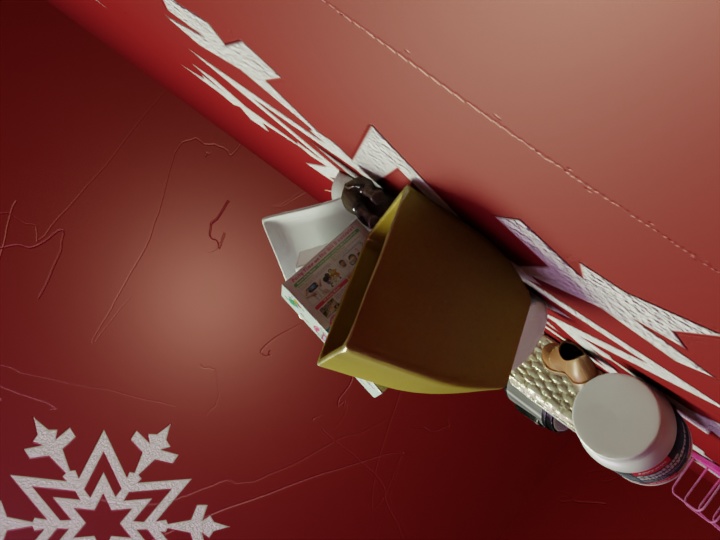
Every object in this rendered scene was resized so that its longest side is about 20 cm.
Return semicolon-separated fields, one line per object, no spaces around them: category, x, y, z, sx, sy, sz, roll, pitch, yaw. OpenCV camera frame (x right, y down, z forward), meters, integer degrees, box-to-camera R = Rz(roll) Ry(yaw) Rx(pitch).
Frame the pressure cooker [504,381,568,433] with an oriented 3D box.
pressure cooker;0.471;0.291;1.410;0.200;0.175;0.180;35;154;46

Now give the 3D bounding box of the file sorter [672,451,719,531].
file sorter;0.904;0.577;1.433;0.199;0.126;0.139;35;-179;-3

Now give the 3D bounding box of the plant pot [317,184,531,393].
plant pot;0.085;0.053;0.703;0.198;0.197;0.194;23;162;-7

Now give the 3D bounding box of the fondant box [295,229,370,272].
fondant box;-0.003;0.045;0.954;0.058;0.143;0.202;-87;-21;-63

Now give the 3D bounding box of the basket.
basket;0.431;0.239;1.249;0.199;0.136;0.123;36;177;29

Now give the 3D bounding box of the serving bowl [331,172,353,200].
serving bowl;0.022;-0.094;1.061;0.199;0.066;0.200;36;-178;-1

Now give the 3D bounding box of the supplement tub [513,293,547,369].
supplement tub;0.167;0.052;0.873;0.200;0.123;0.122;37;-178;40

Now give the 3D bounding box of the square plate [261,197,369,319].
square plate;-0.039;-0.026;0.965;0.029;0.196;0.202;-88;-18;-62

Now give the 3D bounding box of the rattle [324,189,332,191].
rattle;0.030;-0.116;1.232;0.201;0.142;0.130;55;156;2

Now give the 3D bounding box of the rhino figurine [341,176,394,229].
rhino figurine;0.045;-0.076;0.865;0.199;0.060;0.087;32;-173;-47

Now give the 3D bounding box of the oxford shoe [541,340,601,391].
oxford shoe;0.386;0.158;1.085;0.072;0.071;0.200;63;178;-6

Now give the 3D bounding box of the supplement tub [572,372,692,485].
supplement tub;0.420;0.246;0.896;0.199;0.141;0.140;34;-178;-45

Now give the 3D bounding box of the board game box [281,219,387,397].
board game box;0.007;0.052;0.819;0.200;0.147;0.064;47;162;7
